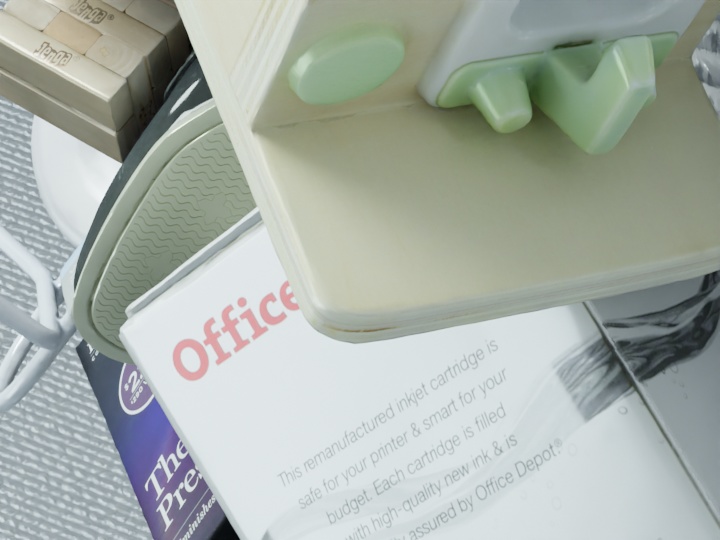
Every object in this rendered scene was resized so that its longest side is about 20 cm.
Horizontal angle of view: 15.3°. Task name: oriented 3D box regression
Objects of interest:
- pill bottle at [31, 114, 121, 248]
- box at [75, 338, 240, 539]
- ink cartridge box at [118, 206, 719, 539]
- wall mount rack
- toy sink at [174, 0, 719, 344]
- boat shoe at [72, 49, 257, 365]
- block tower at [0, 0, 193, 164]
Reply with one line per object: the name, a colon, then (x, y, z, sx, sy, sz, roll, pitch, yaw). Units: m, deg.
pill bottle: (-0.046, -0.046, 1.133, 0.200, 0.113, 0.115, 13, -126, -68)
box: (0.000, 0.000, 0.893, 0.079, 0.201, 0.141, 24, -160, -30)
ink cartridge box: (0.047, 0.057, 0.745, 0.146, 0.083, 0.201, -34, 85, 36)
wall mount rack: (-0.105, -0.053, 0.999, 0.074, 0.200, 0.174, 35, -174, -17)
toy sink: (0.026, -0.103, 0.645, 0.201, 0.129, 0.112, 68, 153, 23)
boat shoe: (-0.022, -0.056, 0.834, 0.072, 0.201, 0.068, 30, -165, -23)
block tower: (-0.041, -0.121, 0.885, 0.058, 0.200, 0.054, 29, 153, 20)
